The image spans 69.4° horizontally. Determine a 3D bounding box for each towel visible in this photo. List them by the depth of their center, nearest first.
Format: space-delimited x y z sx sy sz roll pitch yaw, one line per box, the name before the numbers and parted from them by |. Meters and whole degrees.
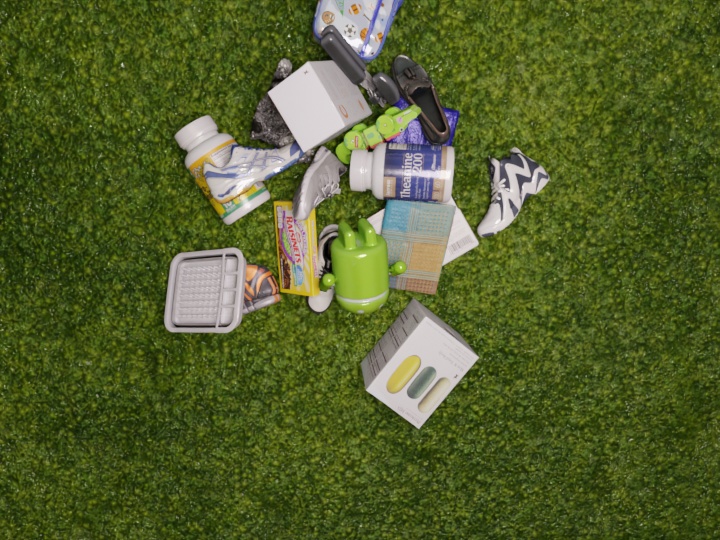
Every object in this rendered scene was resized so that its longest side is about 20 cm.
towel | 0.122 -0.257 1.106 0.147 0.050 0.201 12 100 -7
towel | 0.112 -0.053 1.108 0.146 0.022 0.201 9 108 -1

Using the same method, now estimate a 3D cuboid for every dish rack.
dish rack | -0.317 0.045 1.084 0.199 0.043 0.173 -3 78 25

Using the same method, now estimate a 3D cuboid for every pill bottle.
pill bottle | 0.082 -0.194 1.030 0.198 0.111 0.112 4 101 6
pill bottle | -0.282 -0.204 1.054 0.112 0.113 0.201 -32 102 2

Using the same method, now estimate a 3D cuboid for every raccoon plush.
raccoon plush | -0.135 -0.312 1.049 0.133 0.097 0.201 21 99 -5

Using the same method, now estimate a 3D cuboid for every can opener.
can opener | 0.001 -0.400 1.023 0.066 0.053 0.200 -25 138 33

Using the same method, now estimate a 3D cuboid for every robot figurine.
robot figurine | 0.000 0.000 1.058 0.174 0.116 0.201 -11 117 -14

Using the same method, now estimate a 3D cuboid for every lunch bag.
lunch bag | -0.001 -0.528 1.033 0.159 0.076 0.201 19 100 -10

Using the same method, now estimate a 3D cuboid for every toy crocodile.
toy crocodile | 0.033 -0.278 1.054 0.199 0.068 0.062 -20 112 27

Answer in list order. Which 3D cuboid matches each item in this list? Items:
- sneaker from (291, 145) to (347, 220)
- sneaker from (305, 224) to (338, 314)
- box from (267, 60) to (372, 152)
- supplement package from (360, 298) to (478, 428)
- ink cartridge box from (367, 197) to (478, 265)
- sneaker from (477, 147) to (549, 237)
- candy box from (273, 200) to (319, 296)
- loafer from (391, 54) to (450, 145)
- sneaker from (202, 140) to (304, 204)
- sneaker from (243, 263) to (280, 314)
sneaker | -0.076 -0.172 1.044 0.082 0.201 0.075 27 141 -10
sneaker | -0.079 0.002 1.128 0.073 0.080 0.201 10 102 -8
box | -0.069 -0.319 0.994 0.097 0.200 0.125 -27 102 24
supplement package | 0.123 0.199 1.144 0.151 0.151 0.200 37 96 -11
ink cartridge box | 0.127 -0.083 1.132 0.199 0.045 0.177 -30 103 8
sneaker | 0.296 -0.178 1.120 0.130 0.080 0.199 44 95 -9
candy box | -0.136 -0.048 1.112 0.102 0.026 0.202 5 104 34
loafer | 0.127 -0.349 1.041 0.072 0.063 0.201 -29 89 1
sneaker | -0.200 -0.207 0.979 0.199 0.075 0.089 -31 101 -11
sneaker | -0.278 0.045 1.131 0.199 0.078 0.113 -20 88 3
